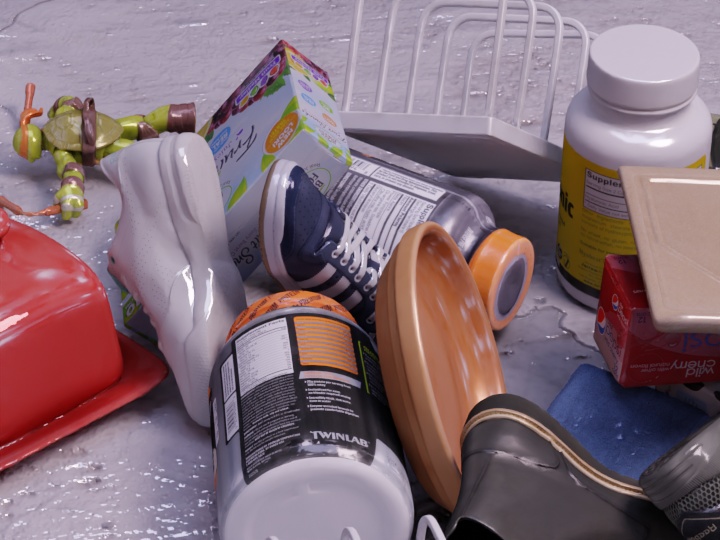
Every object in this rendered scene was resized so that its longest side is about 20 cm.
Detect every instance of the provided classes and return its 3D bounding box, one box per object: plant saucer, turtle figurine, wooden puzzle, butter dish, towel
[{"bbox_3d":[0.053,0.070,1.447,0.037,0.201,0.201,-13,28,16],"label":"plant saucer"},{"bbox_3d":[-0.213,-0.110,1.809,0.160,0.065,0.201,-1,32,-8],"label":"turtle figurine"},{"bbox_3d":[0.270,-0.008,1.468,0.183,0.038,0.201,2,33,-4],"label":"wooden puzzle"},{"bbox_3d":[-0.258,0.023,1.515,0.199,0.149,0.199,29,40,33],"label":"butter dish"},{"bbox_3d":[0.205,0.142,1.461,0.199,0.049,0.112,25,57,29],"label":"towel"}]

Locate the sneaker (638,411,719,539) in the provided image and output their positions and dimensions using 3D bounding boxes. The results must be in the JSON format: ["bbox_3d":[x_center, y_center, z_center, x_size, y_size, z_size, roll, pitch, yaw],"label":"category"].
[{"bbox_3d":[0.260,0.130,1.384,0.199,0.076,0.115,-30,85,-49],"label":"sneaker"}]

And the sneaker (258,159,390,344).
[{"bbox_3d":[0.000,0.000,1.526,0.108,0.201,0.070,5,52,18],"label":"sneaker"}]

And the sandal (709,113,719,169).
[{"bbox_3d":[0.282,-0.056,1.797,0.079,0.058,0.202,5,46,-9],"label":"sandal"}]

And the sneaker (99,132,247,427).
[{"bbox_3d":[-0.132,0.010,1.537,0.088,0.202,0.075,-8,3,20],"label":"sneaker"}]

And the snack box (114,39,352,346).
[{"bbox_3d":[-0.096,-0.053,1.621,0.053,0.200,0.143,33,21,-27],"label":"snack box"}]

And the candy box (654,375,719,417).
[{"bbox_3d":[0.324,0.098,1.533,0.199,0.072,0.167,25,39,30],"label":"candy box"}]

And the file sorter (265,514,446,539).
[{"bbox_3d":[-0.039,0.227,1.238,0.198,0.125,0.139,-6,33,-15],"label":"file sorter"}]

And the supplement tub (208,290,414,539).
[{"bbox_3d":[-0.035,0.106,1.431,0.121,0.123,0.201,0,32,-6],"label":"supplement tub"}]

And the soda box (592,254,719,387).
[{"bbox_3d":[0.261,0.028,1.502,0.198,0.070,0.064,-4,36,-12],"label":"soda box"}]

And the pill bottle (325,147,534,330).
[{"bbox_3d":[0.028,-0.021,1.658,0.199,0.107,0.106,22,36,25],"label":"pill bottle"}]

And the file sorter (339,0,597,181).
[{"bbox_3d":[0.093,-0.147,1.730,0.138,0.126,0.200,5,-6,31],"label":"file sorter"}]

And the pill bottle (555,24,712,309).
[{"bbox_3d":[0.205,-0.076,1.669,0.110,0.201,0.112,1,36,0],"label":"pill bottle"}]

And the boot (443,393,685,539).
[{"bbox_3d":[0.133,0.177,1.337,0.199,0.078,0.139,32,31,-3],"label":"boot"}]
